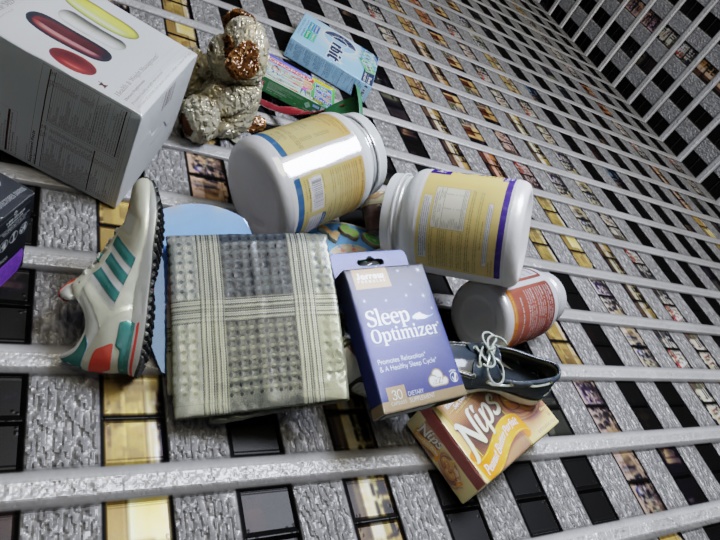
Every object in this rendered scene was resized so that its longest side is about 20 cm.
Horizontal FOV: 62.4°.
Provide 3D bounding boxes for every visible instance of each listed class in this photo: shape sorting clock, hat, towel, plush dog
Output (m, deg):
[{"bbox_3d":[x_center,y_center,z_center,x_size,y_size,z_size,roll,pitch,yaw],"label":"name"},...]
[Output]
[{"bbox_3d":[0.000,0.000,0.865,0.196,0.040,0.203,22,39,-19],"label":"shape sorting clock"},{"bbox_3d":[-0.092,-0.224,0.987,0.170,0.172,0.200,2,3,-7],"label":"hat"},{"bbox_3d":[-0.114,0.056,0.644,0.187,0.035,0.206,-2,68,-18],"label":"towel"},{"bbox_3d":[-0.192,-0.303,0.918,0.157,0.173,0.203,10,43,-30],"label":"plush dog"}]

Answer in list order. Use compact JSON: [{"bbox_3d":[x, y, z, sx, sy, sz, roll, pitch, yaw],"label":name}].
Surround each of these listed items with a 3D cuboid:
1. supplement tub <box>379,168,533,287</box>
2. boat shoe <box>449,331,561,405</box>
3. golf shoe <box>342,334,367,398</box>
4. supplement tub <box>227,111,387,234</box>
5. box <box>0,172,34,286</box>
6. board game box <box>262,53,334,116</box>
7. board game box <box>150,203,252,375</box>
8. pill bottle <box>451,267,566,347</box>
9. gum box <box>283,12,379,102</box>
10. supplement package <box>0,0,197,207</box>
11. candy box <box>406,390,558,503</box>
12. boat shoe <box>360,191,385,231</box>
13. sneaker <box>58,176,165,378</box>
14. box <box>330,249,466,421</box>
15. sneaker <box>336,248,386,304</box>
[{"bbox_3d":[0.137,-0.065,0.848,0.194,0.149,0.146,11,32,20],"label":"supplement tub"},{"bbox_3d":[0.167,0.123,0.761,0.195,0.062,0.076,19,41,-14],"label":"boat shoe"},{"bbox_3d":[0.012,0.122,0.721,0.197,0.077,0.090,-11,65,-43],"label":"golf shoe"},{"bbox_3d":[-0.071,-0.136,0.835,0.197,0.146,0.145,-27,67,-35],"label":"supplement tub"},{"bbox_3d":[-0.421,-0.054,0.530,0.196,0.107,0.124,29,37,-9],"label":"box"},{"bbox_3d":[-0.140,-0.355,1.120,0.196,0.029,0.136,24,32,-17],"label":"board game box"},{"bbox_3d":[-0.180,0.025,0.678,0.155,0.039,0.204,-22,82,-31],"label":"board game box"},{"bbox_3d":[0.241,0.058,0.936,0.196,0.113,0.113,-9,55,-43],"label":"pill bottle"},{"bbox_3d":[-0.058,-0.472,1.310,0.196,0.045,0.172,28,38,-13],"label":"gum box"},{"bbox_3d":[-0.342,-0.228,0.742,0.196,0.148,0.194,27,38,-13],"label":"supplement package"},{"bbox_3d":[0.163,0.198,0.773,0.197,0.056,0.116,-15,58,-46],"label":"candy box"},{"bbox_3d":[0.071,-0.078,0.988,0.198,0.071,0.074,9,73,-53],"label":"boat shoe"},{"bbox_3d":[-0.249,0.001,0.591,0.090,0.070,0.207,5,78,-14],"label":"sneaker"},{"bbox_3d":[0.041,0.062,0.699,0.118,0.032,0.205,-4,65,-32],"label":"box"},{"bbox_3d":[-0.044,0.009,0.761,0.197,0.076,0.080,-27,64,-32],"label":"sneaker"}]
